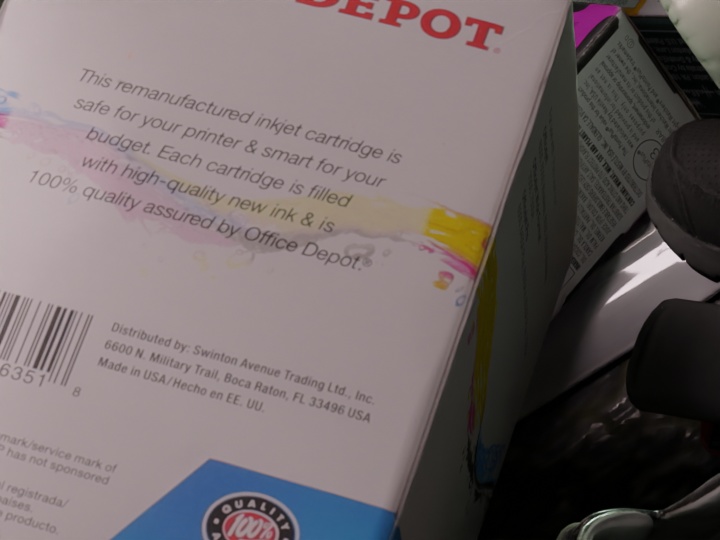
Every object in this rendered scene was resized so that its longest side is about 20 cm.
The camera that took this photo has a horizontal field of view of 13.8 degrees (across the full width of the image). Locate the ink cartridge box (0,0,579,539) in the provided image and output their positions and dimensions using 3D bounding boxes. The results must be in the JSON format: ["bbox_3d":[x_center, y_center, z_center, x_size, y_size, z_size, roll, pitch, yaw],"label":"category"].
[{"bbox_3d":[-0.037,0.025,0.795,0.146,0.145,0.201,15,64,12],"label":"ink cartridge box"}]

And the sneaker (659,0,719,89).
[{"bbox_3d":[0.130,-0.144,0.926,0.111,0.077,0.200,-32,36,14],"label":"sneaker"}]

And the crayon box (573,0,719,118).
[{"bbox_3d":[0.159,-0.137,1.010,0.125,0.052,0.200,6,52,46],"label":"crayon box"}]

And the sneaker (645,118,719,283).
[{"bbox_3d":[0.155,-0.031,0.819,0.073,0.082,0.199,-18,18,-35],"label":"sneaker"}]

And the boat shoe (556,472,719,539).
[{"bbox_3d":[0.077,0.087,0.761,0.200,0.071,0.072,-35,28,26],"label":"boat shoe"}]

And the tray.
[{"bbox_3d":[0.032,0.019,0.983,0.199,0.022,0.108,-34,27,13],"label":"tray"}]

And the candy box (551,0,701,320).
[{"bbox_3d":[0.000,0.000,0.961,0.200,0.061,0.136,-48,28,-16],"label":"candy box"}]

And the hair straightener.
[{"bbox_3d":[0.137,0.033,0.772,0.200,0.077,0.041,13,76,54],"label":"hair straightener"}]
